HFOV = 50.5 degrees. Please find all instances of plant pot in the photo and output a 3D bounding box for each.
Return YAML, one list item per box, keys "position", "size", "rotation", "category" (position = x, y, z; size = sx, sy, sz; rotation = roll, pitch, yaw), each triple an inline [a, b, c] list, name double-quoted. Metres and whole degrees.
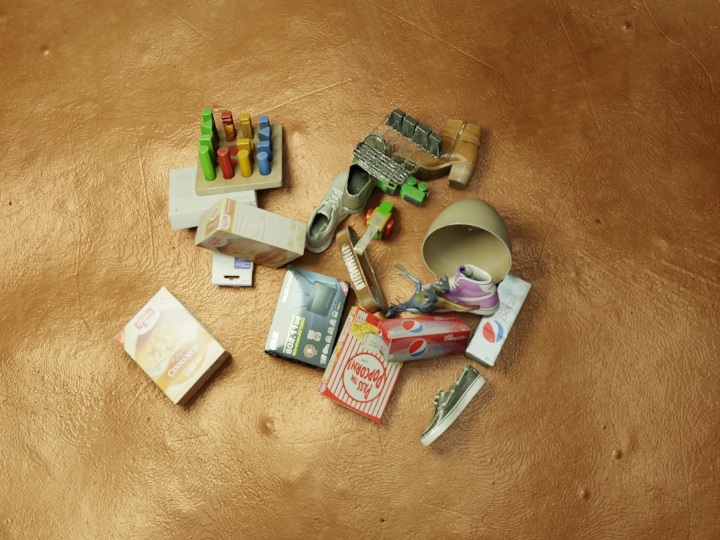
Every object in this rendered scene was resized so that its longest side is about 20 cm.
- position: [0.241, -0.078, 1.677]
  size: [0.195, 0.203, 0.137]
  rotation: [15, 50, 4]
  category: "plant pot"

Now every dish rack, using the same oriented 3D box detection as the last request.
- position: [0.080, -0.263, 1.678]
  size: [0.152, 0.055, 0.200]
  rotation: [33, 58, 15]
  category: "dish rack"

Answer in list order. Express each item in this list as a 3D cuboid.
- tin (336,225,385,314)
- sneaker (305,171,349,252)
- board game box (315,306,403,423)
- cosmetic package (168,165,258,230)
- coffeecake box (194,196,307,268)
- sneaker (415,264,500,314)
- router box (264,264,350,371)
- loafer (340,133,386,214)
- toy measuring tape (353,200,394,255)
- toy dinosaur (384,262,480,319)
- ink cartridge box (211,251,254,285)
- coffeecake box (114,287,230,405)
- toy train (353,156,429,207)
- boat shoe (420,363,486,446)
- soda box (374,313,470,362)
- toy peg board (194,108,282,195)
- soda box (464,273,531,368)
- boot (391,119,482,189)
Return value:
- position: [0.000, 0.000, 1.683]
  size: [0.041, 0.112, 0.204]
  rotation: [-26, 72, 16]
  category: "tin"
- position: [-0.065, -0.139, 1.728]
  size: [0.074, 0.092, 0.204]
  rotation: [24, 78, 6]
  category: "sneaker"
- position: [0.011, 0.203, 1.646]
  size: [0.149, 0.046, 0.204]
  rotation: [27, 78, -19]
  category: "board game box"
- position: [-0.333, -0.177, 1.727]
  size: [0.194, 0.052, 0.153]
  rotation: [-10, 46, -2]
  category: "cosmetic package"
- position: [-0.237, -0.077, 1.642]
  size: [0.196, 0.152, 0.075]
  rotation: [17, 71, -27]
  category: "coffeecake box"
- position: [0.201, 0.029, 1.651]
  size: [0.195, 0.116, 0.074]
  rotation: [1, 46, 27]
  category: "sneaker"
- position: [-0.115, 0.106, 1.688]
  size: [0.146, 0.062, 0.205]
  rotation: [14, 78, 4]
  category: "router box"
- position: [0.012, -0.226, 1.709]
  size: [0.073, 0.070, 0.205]
  rotation: [16, 70, 4]
  category: "loafer"
- position: [0.027, -0.083, 1.704]
  size: [0.072, 0.074, 0.201]
  rotation: [26, 46, 6]
  category: "toy measuring tape"
- position: [0.127, 0.079, 1.639]
  size: [0.199, 0.182, 0.106]
  rotation: [39, 62, 3]
  category: "toy dinosaur"
- position: [-0.287, -0.063, 1.742]
  size: [0.092, 0.037, 0.206]
  rotation: [1, 75, 0]
  category: "ink cartridge box"
- position: [-0.408, 0.165, 1.665]
  size: [0.200, 0.073, 0.154]
  rotation: [43, 82, 10]
  category: "coffeecake box"
- position: [0.065, -0.208, 1.763]
  size: [0.196, 0.042, 0.057]
  rotation: [26, 65, 6]
  category: "toy train"
- position: [0.187, 0.289, 1.645]
  size: [0.063, 0.071, 0.200]
  rotation: [41, 73, 8]
  category: "boat shoe"
- position: [0.133, 0.143, 1.627]
  size: [0.195, 0.065, 0.070]
  rotation: [-4, 31, -25]
  category: "soda box"
- position: [-0.277, -0.282, 1.715]
  size: [0.193, 0.099, 0.204]
  rotation: [-6, 49, 1]
  category: "toy peg board"
- position: [0.301, 0.110, 1.683]
  size: [0.067, 0.064, 0.203]
  rotation: [27, 78, 7]
  category: "soda box"
- position: [0.182, -0.288, 1.770]
  size: [0.195, 0.077, 0.159]
  rotation: [15, 73, 12]
  category: "boot"
